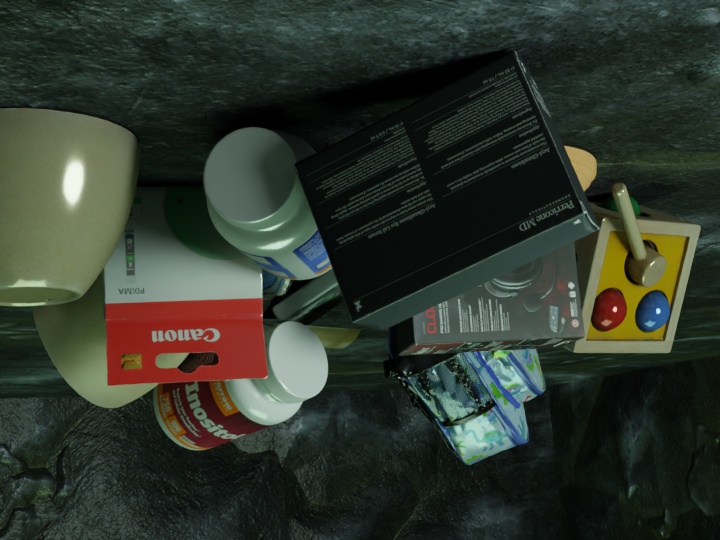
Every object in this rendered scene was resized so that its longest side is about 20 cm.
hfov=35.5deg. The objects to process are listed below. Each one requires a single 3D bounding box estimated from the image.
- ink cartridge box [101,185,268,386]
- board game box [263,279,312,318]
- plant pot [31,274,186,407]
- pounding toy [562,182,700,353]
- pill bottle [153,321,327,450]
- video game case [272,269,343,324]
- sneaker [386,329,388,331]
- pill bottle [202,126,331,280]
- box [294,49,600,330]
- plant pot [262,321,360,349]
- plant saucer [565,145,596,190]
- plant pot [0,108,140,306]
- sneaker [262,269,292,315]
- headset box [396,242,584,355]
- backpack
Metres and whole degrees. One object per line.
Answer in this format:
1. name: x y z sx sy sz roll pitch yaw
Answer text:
1. ink cartridge box: -0.175 0.009 1.110 0.159 0.202 0.050 -2 149 -13
2. board game box: -0.136 0.005 1.382 0.198 0.047 0.151 2 150 -20
3. plant pot: -0.239 0.030 1.213 0.133 0.202 0.200 -21 164 16
4. pounding toy: 0.294 -0.009 1.288 0.183 0.202 0.142 2 -165 -31
5. pill bottle: -0.133 0.126 1.257 0.112 0.114 0.199 7 156 -45
6. video game case: 0.000 0.000 1.309 0.199 0.023 0.182 -35 173 4
7. sneaker: 0.083 0.015 1.373 0.070 0.076 0.200 -29 170 -39
8. pill bottle: -0.075 -0.062 1.020 0.111 0.113 0.200 -6 168 8
9. box: 0.067 -0.058 0.891 0.199 0.142 0.079 -25 162 16
10. plant pot: -0.099 0.077 1.373 0.198 0.028 0.200 3 177 0
11. plant saucer: 0.149 -0.085 1.181 0.198 0.038 0.200 -5 168 -1
12. plant pot: -0.290 -0.043 0.975 0.198 0.136 0.200 -4 169 -1
13. sneaker: -0.116 -0.013 1.225 0.089 0.079 0.200 27 146 -12
14. headset box: 0.116 0.005 1.147 0.198 0.150 0.077 -1 167 -12
15. backpack: 0.127 0.108 1.279 0.146 0.201 0.184 -23 -151 13
